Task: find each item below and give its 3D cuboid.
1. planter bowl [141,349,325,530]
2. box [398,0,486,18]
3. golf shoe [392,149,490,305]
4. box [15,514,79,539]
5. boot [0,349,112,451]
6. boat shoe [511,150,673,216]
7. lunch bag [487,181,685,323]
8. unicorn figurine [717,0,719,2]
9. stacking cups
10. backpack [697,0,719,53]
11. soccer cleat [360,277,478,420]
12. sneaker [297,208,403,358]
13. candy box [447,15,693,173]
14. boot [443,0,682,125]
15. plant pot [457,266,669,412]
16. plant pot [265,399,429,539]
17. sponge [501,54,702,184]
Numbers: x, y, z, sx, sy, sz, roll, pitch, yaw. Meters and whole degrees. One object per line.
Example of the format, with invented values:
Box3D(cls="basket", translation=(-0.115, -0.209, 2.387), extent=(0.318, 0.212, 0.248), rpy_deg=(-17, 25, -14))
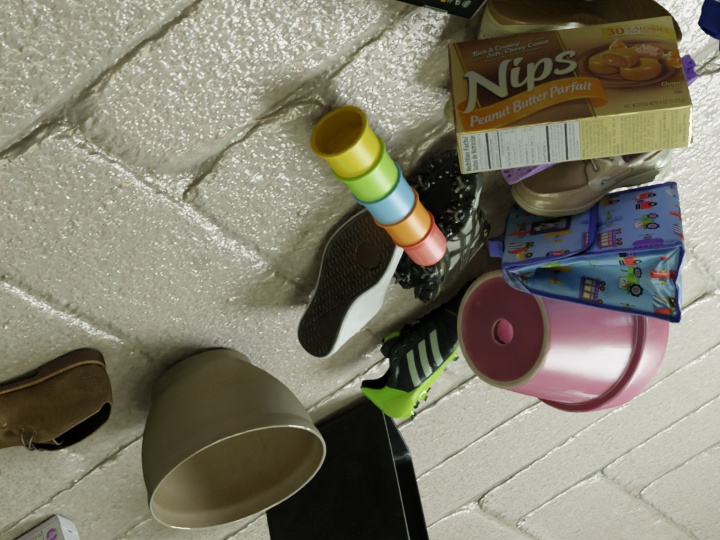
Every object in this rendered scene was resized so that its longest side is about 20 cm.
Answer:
Box3D(cls="planter bowl", translation=(-0.153, 0.172, 1.674), extent=(0.199, 0.135, 0.201), rpy_deg=(-18, 148, -11))
Box3D(cls="box", translation=(0.080, -0.300, 1.226), extent=(0.159, 0.049, 0.200), rpy_deg=(7, 136, -38))
Box3D(cls="golf shoe", translation=(0.094, -0.059, 1.586), extent=(0.094, 0.078, 0.200), rpy_deg=(-30, 155, -37))
Box3D(cls="box", translation=(-0.430, 0.363, 1.851), extent=(0.199, 0.039, 0.041), rpy_deg=(-32, 149, 11))
Box3D(cls="boot", translation=(-0.346, 0.159, 1.577), extent=(0.199, 0.076, 0.074), rpy_deg=(-28, 150, 6))
Box3D(cls="boat shoe", translation=(0.246, -0.114, 1.602), extent=(0.199, 0.072, 0.065), rpy_deg=(-18, 143, -23))
Box3D(cls="lunch bag", translation=(0.233, -0.022, 1.602), extent=(0.199, 0.151, 0.095), rpy_deg=(0, 118, 8))
Box3D(cls="unicorn figurine", translation=(0.250, -0.265, 1.305), extent=(0.137, 0.200, 0.074), rpy_deg=(44, 69, -37))
Box3D(cls="stacking cups", translation=(0.023, -0.077, 1.471), extent=(0.060, 0.061, 0.200), rpy_deg=(-31, 138, 9))
Box3D(cls="backpack", translation=(0.401, -0.278, 1.344), extent=(0.162, 0.168, 0.201), rpy_deg=(16, 134, 3))
Box3D(cls="soccer cleat", translation=(0.073, 0.083, 1.771), extent=(0.200, 0.081, 0.068), rpy_deg=(-56, -176, 18))
Box3D(cls="sneaker", translation=(0.000, 0.000, 1.613), extent=(0.085, 0.073, 0.200), rpy_deg=(-32, 159, -53))
Box3D(cls="candy box", translation=(0.179, -0.152, 1.325), extent=(0.199, 0.116, 0.055), rpy_deg=(-7, 138, 6))
Box3D(cls="boot", translation=(0.188, -0.189, 1.436), extent=(0.199, 0.073, 0.156), rpy_deg=(-2, 141, -23))
Box3D(cls="plant pot", translation=(0.211, 0.061, 1.688), extent=(0.179, 0.200, 0.200), rpy_deg=(-1, 142, -47))
Box3D(cls="plant pot", translation=(-0.019, 0.306, 1.925), extent=(0.177, 0.201, 0.200), rpy_deg=(-17, 149, 6))
Box3D(cls="sponge", translation=(0.235, -0.147, 1.496), extent=(0.200, 0.030, 0.112), rpy_deg=(-27, 173, -36))
